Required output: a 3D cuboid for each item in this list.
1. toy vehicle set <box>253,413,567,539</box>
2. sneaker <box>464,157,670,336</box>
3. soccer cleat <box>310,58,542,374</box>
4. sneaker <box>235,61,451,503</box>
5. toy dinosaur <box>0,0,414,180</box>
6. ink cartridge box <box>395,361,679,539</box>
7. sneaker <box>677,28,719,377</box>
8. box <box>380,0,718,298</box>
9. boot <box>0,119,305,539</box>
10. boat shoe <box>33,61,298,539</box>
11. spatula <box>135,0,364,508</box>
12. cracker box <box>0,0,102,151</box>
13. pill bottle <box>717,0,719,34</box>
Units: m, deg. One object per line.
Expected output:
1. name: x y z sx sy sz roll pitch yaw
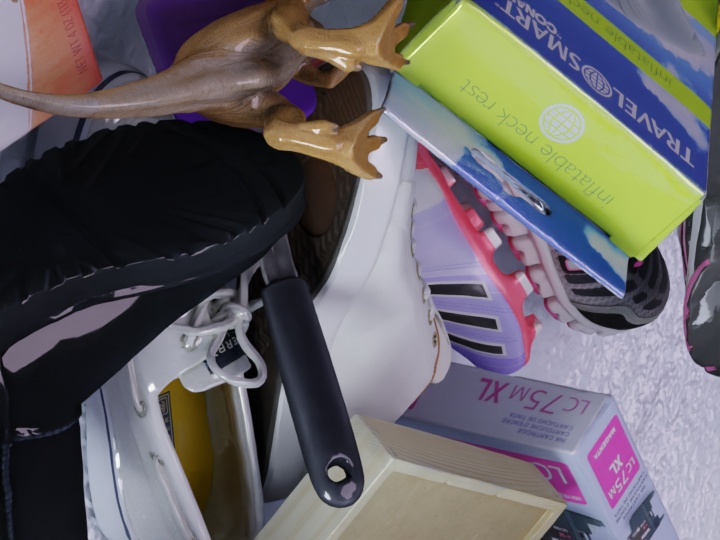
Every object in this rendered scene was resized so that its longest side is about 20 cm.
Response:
1. toy vehicle set: -0.018 0.149 0.935 0.200 0.027 0.124 -52 143 13
2. sneaker: 0.109 -0.038 1.046 0.200 0.087 0.074 51 31 -45
3. soccer cleat: 0.014 -0.014 0.989 0.076 0.067 0.200 -34 137 -2
4. sneaker: 0.000 0.000 0.918 0.085 0.073 0.200 -7 132 -30
5. toy dinosaur: -0.044 -0.065 0.797 0.200 0.106 0.061 -33 129 -54
6. ink cartridge box: 0.086 0.121 1.052 0.042 0.119 0.200 -56 136 -27
7. sneaker: 0.168 -0.055 1.014 0.086 0.080 0.200 -96 -165 -56
8. box: 0.078 -0.090 0.906 0.122 0.048 0.200 37 32 -15
9. boot: -0.106 0.050 0.798 0.198 0.073 0.163 -27 138 -34
10. boat shoe: -0.064 0.023 0.872 0.075 0.086 0.202 -25 118 -45
11. spatula: -0.031 -0.012 0.852 0.056 0.021 0.200 -13 84 -18
12. cracker box: -0.181 -0.074 0.730 0.200 0.058 0.134 -40 128 -36
13. pill bottle: 0.168 -0.103 1.101 0.109 0.109 0.200 -60 138 -20
